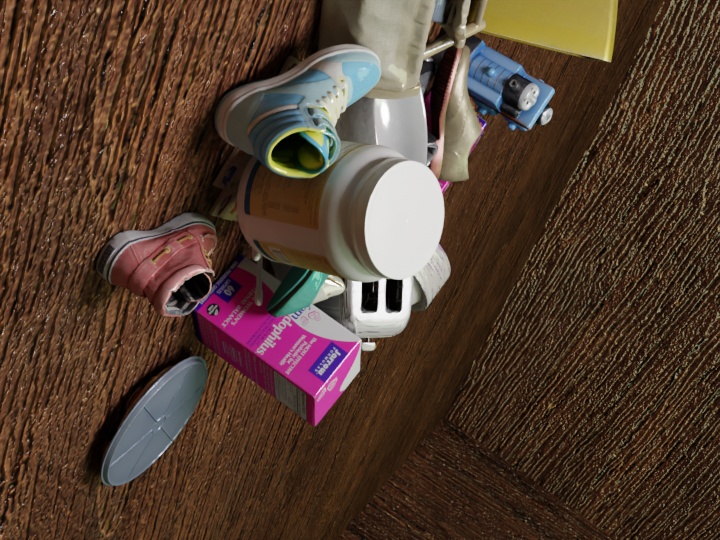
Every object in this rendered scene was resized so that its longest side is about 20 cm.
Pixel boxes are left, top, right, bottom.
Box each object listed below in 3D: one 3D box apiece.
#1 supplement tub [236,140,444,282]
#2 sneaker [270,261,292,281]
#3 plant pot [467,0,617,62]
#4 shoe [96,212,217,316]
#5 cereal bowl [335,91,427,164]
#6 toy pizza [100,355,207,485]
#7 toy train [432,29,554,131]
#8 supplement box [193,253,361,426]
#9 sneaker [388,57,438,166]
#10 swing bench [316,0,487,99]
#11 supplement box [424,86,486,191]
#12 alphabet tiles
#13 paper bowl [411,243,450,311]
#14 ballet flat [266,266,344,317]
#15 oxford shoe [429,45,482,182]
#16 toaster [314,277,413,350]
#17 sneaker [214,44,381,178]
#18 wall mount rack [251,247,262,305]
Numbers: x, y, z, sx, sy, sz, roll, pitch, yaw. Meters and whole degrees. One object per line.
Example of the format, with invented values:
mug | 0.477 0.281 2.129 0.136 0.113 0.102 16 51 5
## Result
supplement tub | -0.023 -0.067 1.253 0.144 0.199 0.147 -13 109 -43
sneaker | -0.071 -0.005 1.614 0.099 0.070 0.201 -46 151 -26
plant pot | 0.257 -0.399 1.595 0.200 0.197 0.179 -78 -178 -79
shoe | -0.187 -0.003 1.224 0.072 0.091 0.200 -61 165 19
cereal bowl | 0.016 -0.181 1.444 0.200 0.082 0.203 -3 90 -68
toy pizza | -0.270 0.189 1.493 0.201 0.032 0.201 -51 165 -18
toy train | 0.188 -0.275 1.681 0.087 0.199 0.114 -56 155 3
supplement box | -0.105 0.088 1.476 0.101 0.199 0.104 -50 165 -23
sneaker | 0.070 -0.205 1.591 0.200 0.113 0.076 -50 165 -26
swing bench | 0.055 -0.313 1.281 0.200 0.129 0.200 -48 164 -28
supplement box | 0.093 -0.159 1.740 0.201 0.103 0.101 -55 178 1
alphabet tiles | -0.106 -0.146 1.356 0.201 0.008 0.167 -58 166 6
paper bowl | 0.023 -0.015 1.674 0.105 0.200 0.201 -52 165 -16
ballet flat | -0.036 -0.011 1.401 0.201 0.070 0.067 -56 -165 15
oxford shoe | 0.137 -0.223 1.639 0.071 0.074 0.202 -111 -152 -65
toaster | 0.000 0.000 1.504 0.112 0.129 0.203 2 92 -28
sneaker | -0.037 -0.157 1.197 0.199 0.130 0.080 -29 137 -21
wall mount rack | -0.095 -0.063 1.409 0.174 0.074 0.201 -48 163 -23
